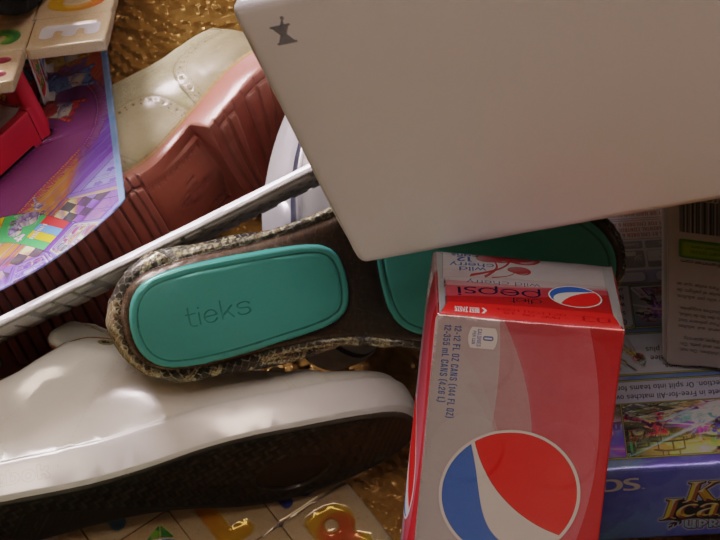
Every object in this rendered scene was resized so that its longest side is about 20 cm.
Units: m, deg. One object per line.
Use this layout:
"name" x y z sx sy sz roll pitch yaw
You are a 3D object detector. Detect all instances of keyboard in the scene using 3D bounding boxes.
"keyboard" -0.071 -0.012 1.080 0.199 0.056 0.011 -27 91 1

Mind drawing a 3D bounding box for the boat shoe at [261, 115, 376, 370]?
"boat shoe" 0.014 -0.057 1.141 0.066 0.072 0.201 -13 54 44

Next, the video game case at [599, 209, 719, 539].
"video game case" 0.142 0.025 1.094 0.199 0.046 0.182 -3 42 2

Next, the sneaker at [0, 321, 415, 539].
"sneaker" -0.079 0.050 1.091 0.199 0.073 0.085 -9 61 -1

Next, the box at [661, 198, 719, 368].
"box" 0.190 -0.060 1.073 0.112 0.102 0.200 7 44 14

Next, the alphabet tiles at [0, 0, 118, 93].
"alphabet tiles" -0.184 -0.111 1.172 0.166 0.008 0.200 -6 26 4

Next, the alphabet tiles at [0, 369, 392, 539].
"alphabet tiles" -0.072 0.128 1.090 0.166 0.006 0.200 -32 63 -15

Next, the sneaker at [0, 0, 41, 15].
"sneaker" -0.171 -0.160 1.183 0.104 0.060 0.200 10 23 12

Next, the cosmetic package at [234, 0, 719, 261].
"cosmetic package" 0.089 -0.121 0.994 0.199 0.123 0.200 -10 34 27

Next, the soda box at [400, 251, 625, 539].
"soda box" 0.050 0.098 0.991 0.070 0.201 0.063 4 21 -1

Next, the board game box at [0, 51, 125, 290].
"board game box" -0.181 -0.052 1.135 0.157 0.039 0.200 -19 34 4

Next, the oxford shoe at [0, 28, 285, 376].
"oxford shoe" -0.105 -0.031 1.163 0.200 0.071 0.074 -38 43 -22

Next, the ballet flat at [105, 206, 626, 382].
"ballet flat" 0.000 0.000 1.065 0.199 0.075 0.068 -9 98 -2
